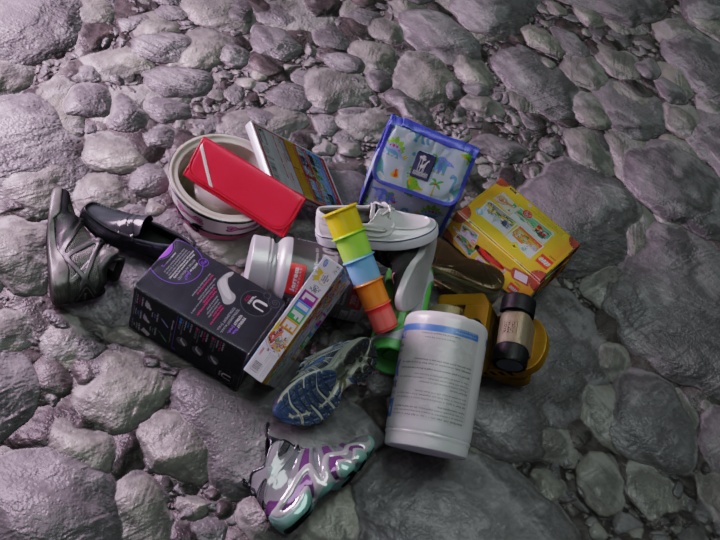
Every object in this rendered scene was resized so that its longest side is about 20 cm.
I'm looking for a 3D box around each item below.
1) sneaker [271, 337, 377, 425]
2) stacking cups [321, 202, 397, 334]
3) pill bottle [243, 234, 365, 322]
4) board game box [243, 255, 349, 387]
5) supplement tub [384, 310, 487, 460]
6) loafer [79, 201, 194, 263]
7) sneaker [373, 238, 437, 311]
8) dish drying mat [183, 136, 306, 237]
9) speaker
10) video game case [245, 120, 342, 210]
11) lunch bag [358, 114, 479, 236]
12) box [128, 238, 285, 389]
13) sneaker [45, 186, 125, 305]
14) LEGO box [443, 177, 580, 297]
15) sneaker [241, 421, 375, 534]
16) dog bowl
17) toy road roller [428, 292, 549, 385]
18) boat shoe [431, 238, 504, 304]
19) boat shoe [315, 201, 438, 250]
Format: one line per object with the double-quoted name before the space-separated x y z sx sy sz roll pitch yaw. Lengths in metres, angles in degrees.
"sneaker" -0.064 0.169 1.434 0.199 0.085 0.078 -31 111 -37
"stacking cups" 0.000 0.000 1.453 0.060 0.060 0.202 -23 97 -33
"pill bottle" -0.085 0.010 1.525 0.198 0.114 0.115 12 50 -11
"board game box" -0.091 0.079 1.397 0.034 0.134 0.201 34 84 8
"supplement tub" 0.114 0.172 1.413 0.131 0.132 0.202 14 76 -8
"loafer" -0.354 -0.064 1.511 0.199 0.071 0.068 26 39 1
"sneaker" 0.057 -0.007 1.524 0.098 0.071 0.201 3 42 18
"dish drying mat" -0.191 -0.136 1.539 0.199 0.077 0.018 32 5 6
"speaker" 0.067 0.070 1.551 0.088 0.089 0.201 20 49 -4
"video game case" -0.111 -0.173 1.654 0.199 0.017 0.144 22 39 -49
"lunch bag" 0.102 -0.175 1.682 0.169 0.201 0.128 19 49 -6
"box" -0.234 0.066 1.432 0.199 0.106 0.123 30 49 5
"sneaker" -0.432 -0.040 1.467 0.113 0.076 0.201 -3 57 -24
"LEGO box" 0.278 -0.055 1.731 0.200 0.077 0.149 43 52 15
"sneaker" -0.082 0.263 1.350 0.140 0.078 0.199 44 51 16
"dog bowl" -0.234 -0.138 1.615 0.198 0.074 0.202 10 51 -13
"toy road roller" 0.211 0.124 1.552 0.198 0.146 0.124 -1 58 26
"boat shoe" 0.153 0.004 1.648 0.199 0.067 0.074 29 49 21
"boat shoe" 0.026 -0.075 1.498 0.198 0.066 0.074 -4 35 -2
